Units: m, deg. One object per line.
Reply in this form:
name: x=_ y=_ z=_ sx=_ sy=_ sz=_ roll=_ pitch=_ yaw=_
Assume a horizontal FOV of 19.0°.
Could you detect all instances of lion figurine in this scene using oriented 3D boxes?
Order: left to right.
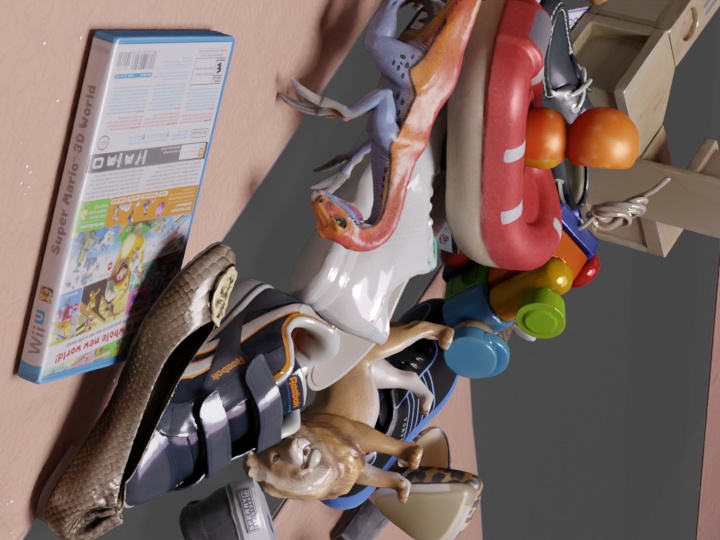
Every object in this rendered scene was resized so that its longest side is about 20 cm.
lion figurine: x=-0.009 y=0.096 z=1.577 sx=0.200 sy=0.122 sz=0.073 roll=-72 pitch=179 yaw=-46

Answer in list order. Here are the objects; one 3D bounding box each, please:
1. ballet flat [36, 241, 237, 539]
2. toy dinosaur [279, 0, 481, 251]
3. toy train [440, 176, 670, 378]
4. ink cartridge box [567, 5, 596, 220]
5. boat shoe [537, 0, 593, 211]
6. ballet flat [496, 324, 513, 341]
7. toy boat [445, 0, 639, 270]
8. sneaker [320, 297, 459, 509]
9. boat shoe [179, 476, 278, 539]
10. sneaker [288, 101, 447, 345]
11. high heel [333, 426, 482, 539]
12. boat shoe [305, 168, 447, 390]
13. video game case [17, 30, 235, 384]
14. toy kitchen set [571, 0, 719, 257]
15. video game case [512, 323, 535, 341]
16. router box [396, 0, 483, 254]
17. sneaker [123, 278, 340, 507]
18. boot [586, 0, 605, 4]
ballet flat: x=-0.124 y=0.075 z=1.281 sx=0.200 sy=0.046 sz=0.067 roll=-59 pitch=162 yaw=-5
toy dinosaur: x=0.022 y=-0.108 z=1.398 sx=0.105 sy=0.200 sz=0.182 roll=20 pitch=57 yaw=-54
toy train: x=0.147 y=0.003 z=1.644 sx=0.085 sy=0.200 sz=0.116 roll=45 pitch=36 yaw=-25
ink cartridge box: x=0.194 y=-0.142 z=1.870 sx=0.198 sy=0.043 sz=0.200 roll=-17 pitch=121 yaw=-53
boat shoe: x=0.152 y=-0.129 z=1.657 sx=0.076 sy=0.060 sz=0.200 roll=-56 pitch=155 yaw=-34
ballet flat: x=0.114 y=-0.003 z=1.793 sx=0.046 sy=0.067 sz=0.200 roll=-83 pitch=-174 yaw=-62
toy boat: x=0.131 y=-0.091 z=1.514 sx=0.131 sy=0.130 sz=0.200 roll=-72 pitch=165 yaw=-49
sneaker: x=0.025 y=0.091 z=1.666 sx=0.200 sy=0.070 sz=0.078 roll=-58 pitch=163 yaw=-27
boat shoe: x=-0.087 y=0.188 z=1.495 sx=0.200 sy=0.057 sz=0.069 roll=81 pitch=-7 yaw=-70
sneaker: x=0.026 y=-0.039 z=1.500 sx=0.075 sy=0.088 sz=0.200 roll=-20 pitch=-143 yaw=58
high heel: x=0.063 y=0.155 z=1.723 sx=0.143 sy=0.071 sz=0.200 roll=-50 pitch=-169 yaw=-34
boat shoe: x=0.000 y=0.000 z=1.564 sx=0.200 sy=0.057 sz=0.067 roll=-55 pitch=149 yaw=-22
video game case: x=-0.133 y=-0.040 z=1.240 sx=0.143 sy=0.018 sz=0.200 roll=-15 pitch=121 yaw=-66
toy kitchen set: x=0.282 y=-0.134 z=1.815 sx=0.181 sy=0.163 sz=0.200 roll=-53 pitch=143 yaw=-28
video game case: x=0.171 y=-0.051 z=1.972 sx=0.200 sy=0.023 sz=0.182 roll=-66 pitch=159 yaw=-10
router box: x=0.084 y=-0.137 z=1.640 sx=0.157 sy=0.052 sz=0.200 roll=-56 pitch=155 yaw=-34
sneaker: x=-0.086 y=0.083 z=1.380 sx=0.200 sy=0.079 sz=0.079 roll=-51 pitch=152 yaw=-38
boot: x=0.141 y=-0.263 z=1.553 sx=0.200 sy=0.074 sz=0.155 roll=-40 pitch=110 yaw=-58
